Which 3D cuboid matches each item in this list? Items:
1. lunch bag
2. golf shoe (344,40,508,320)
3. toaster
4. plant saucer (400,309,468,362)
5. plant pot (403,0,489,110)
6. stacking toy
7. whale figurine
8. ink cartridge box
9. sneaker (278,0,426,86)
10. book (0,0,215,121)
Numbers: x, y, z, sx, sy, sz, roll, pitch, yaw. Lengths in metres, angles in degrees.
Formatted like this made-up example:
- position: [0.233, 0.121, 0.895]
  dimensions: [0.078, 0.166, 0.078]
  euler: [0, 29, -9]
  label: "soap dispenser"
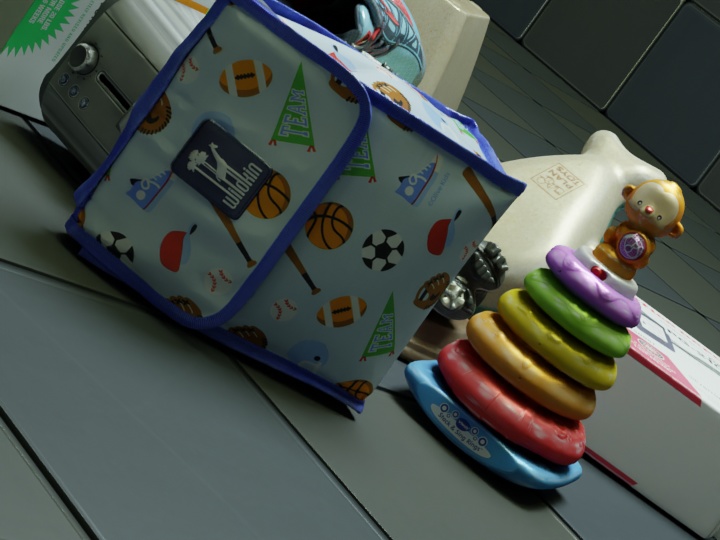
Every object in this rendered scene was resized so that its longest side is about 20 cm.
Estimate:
- position: [-0.039, -0.042, 1.164]
  dimensions: [0.200, 0.170, 0.124]
  euler: [31, 11, -30]
  label: "lunch bag"
- position: [0.015, -0.055, 1.402]
  dimensions: [0.201, 0.077, 0.088]
  euler: [60, -13, -10]
  label: "golf shoe"
- position: [-0.089, -0.074, 1.287]
  dimensions: [0.200, 0.114, 0.129]
  euler: [28, 18, -50]
  label: "toaster"
- position: [0.000, 0.000, 1.451]
  dimensions: [0.200, 0.030, 0.200]
  euler: [35, 13, -9]
  label: "plant saucer"
- position: [-0.003, -0.179, 1.765]
  dimensions: [0.200, 0.177, 0.200]
  euler: [38, 12, 7]
  label: "plant pot"
- position: [0.130, 0.028, 1.292]
  dimensions: [0.116, 0.200, 0.110]
  euler: [41, 13, 18]
  label: "stacking toy"
- position: [0.135, -0.027, 1.598]
  dimensions: [0.159, 0.200, 0.104]
  euler: [40, -32, 30]
  label: "whale figurine"
- position: [0.211, 0.093, 1.551]
  dimensions: [0.145, 0.084, 0.200]
  euler: [36, 12, -5]
  label: "ink cartridge box"
- position: [-0.018, -0.173, 1.492]
  dimensions: [0.200, 0.079, 0.096]
  euler: [42, 17, -41]
  label: "sneaker"
- position: [-0.149, -0.148, 1.338]
  dimensions: [0.048, 0.134, 0.200]
  euler: [44, 14, 32]
  label: "book"
